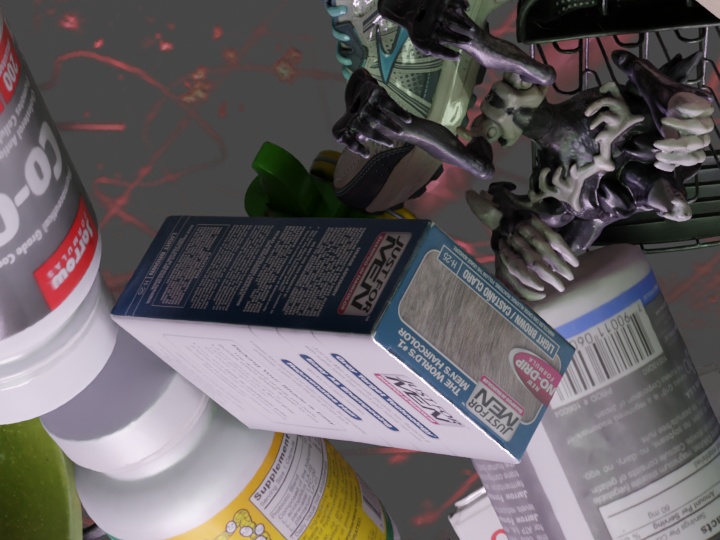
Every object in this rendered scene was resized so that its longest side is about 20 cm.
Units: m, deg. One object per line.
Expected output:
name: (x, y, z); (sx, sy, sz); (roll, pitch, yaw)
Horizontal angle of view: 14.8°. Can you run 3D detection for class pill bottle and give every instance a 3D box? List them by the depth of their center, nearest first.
pill bottle: (-0.181, -0.031, 1.227); (0.114, 0.114, 0.200); (-14, 135, 7)
pill bottle: (0.118, 0.099, 1.300); (0.114, 0.114, 0.200); (-22, 96, 15)
pill bottle: (-0.071, 0.106, 1.377); (0.113, 0.113, 0.200); (-23, 133, 16)

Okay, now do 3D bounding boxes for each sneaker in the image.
sneaker: (0.015, -0.116, 1.203); (0.086, 0.078, 0.200); (15, 122, -12)

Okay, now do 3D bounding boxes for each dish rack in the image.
dish rack: (0.145, -0.074, 1.264); (0.153, 0.055, 0.200); (-5, 135, -1)

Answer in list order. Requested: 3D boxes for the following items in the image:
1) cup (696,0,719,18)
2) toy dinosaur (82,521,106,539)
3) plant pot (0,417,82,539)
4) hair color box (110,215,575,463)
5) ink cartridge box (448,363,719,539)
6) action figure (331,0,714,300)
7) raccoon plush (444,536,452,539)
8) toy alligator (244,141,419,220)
cup: (0.175, -0.169, 1.068); (0.143, 0.200, 0.200); (10, 133, -17)
toy dinosaur: (-0.144, 0.162, 1.457); (0.088, 0.047, 0.200); (-45, 159, 1)
plant pot: (-0.270, 0.124, 1.341); (0.190, 0.200, 0.200); (-23, 134, 33)
hair color box: (-0.011, 0.027, 1.218); (0.100, 0.061, 0.200); (40, 159, -31)
ink cartridge box: (0.159, 0.168, 1.405); (0.146, 0.200, 0.085); (-33, 172, 24)
action figure: (0.085, -0.048, 1.160); (0.200, 0.102, 0.119); (20, 115, -38)
raccoon plush: (0.040, 0.219, 1.550); (0.134, 0.097, 0.200); (-42, 156, 14)
toy alligator: (0.000, 0.000, 1.325); (0.054, 0.059, 0.200); (10, 155, 47)
